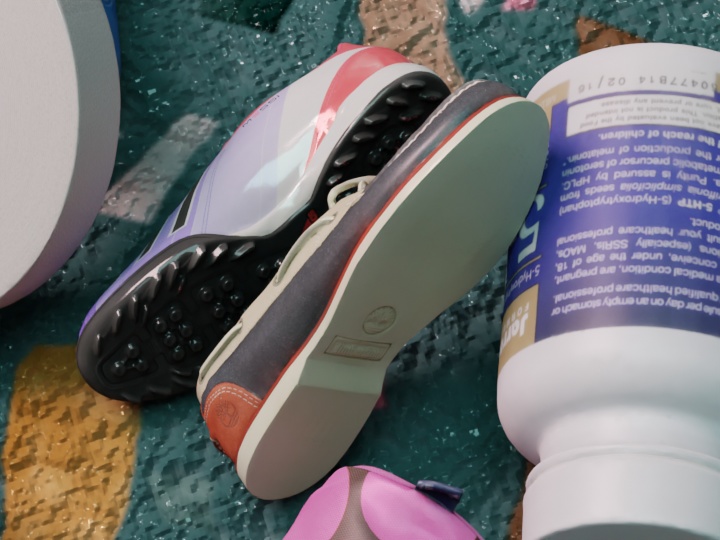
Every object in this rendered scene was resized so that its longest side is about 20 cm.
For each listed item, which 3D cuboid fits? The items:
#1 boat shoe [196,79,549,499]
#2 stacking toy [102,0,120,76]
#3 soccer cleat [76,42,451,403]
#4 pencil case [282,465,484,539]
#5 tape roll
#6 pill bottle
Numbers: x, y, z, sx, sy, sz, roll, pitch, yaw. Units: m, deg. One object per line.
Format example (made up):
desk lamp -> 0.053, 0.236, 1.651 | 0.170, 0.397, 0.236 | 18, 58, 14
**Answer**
boat shoe -> 0.000, 0.000, 0.872 | 0.201, 0.071, 0.063 | -55, 46, 21
stacking toy -> -0.214, -0.119, 0.987 | 0.198, 0.116, 0.111 | -17, 59, 10
soccer cleat -> -0.048, -0.023, 0.942 | 0.200, 0.068, 0.073 | -43, 40, -10
pencil case -> -0.022, 0.170, 0.817 | 0.093, 0.091, 0.201 | 29, 70, 18
tape roll -> -0.194, -0.076, 0.915 | 0.201, 0.037, 0.205 | 5, 102, 24
pill bottle -> 0.115, 0.024, 0.867 | 0.118, 0.120, 0.202 | 4, 61, 5
